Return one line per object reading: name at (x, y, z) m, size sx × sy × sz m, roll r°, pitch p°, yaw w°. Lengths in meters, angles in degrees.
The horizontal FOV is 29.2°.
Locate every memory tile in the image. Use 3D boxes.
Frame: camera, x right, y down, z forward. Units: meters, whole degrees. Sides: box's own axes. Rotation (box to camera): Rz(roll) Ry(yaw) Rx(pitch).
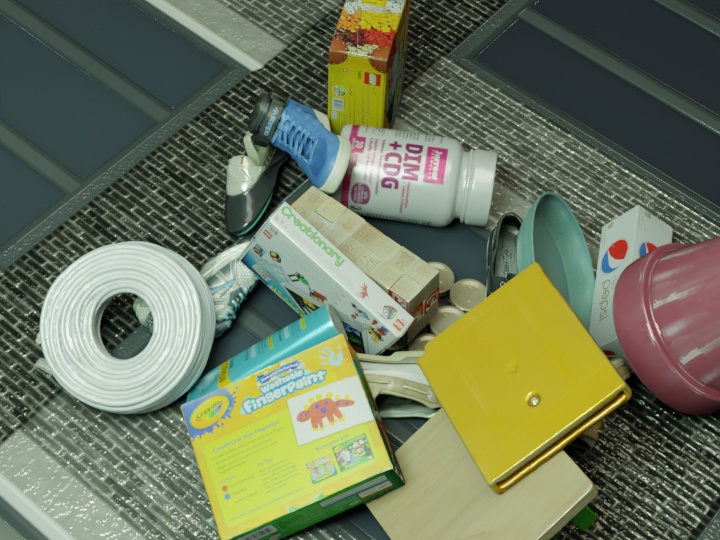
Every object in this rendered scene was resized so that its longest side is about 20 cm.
memory tile at (0.129, 0.077, 1.675) m, size 0.199 × 0.017 × 0.154 m, roll 27°, pitch 57°, yaw 17°

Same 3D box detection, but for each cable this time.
cable at (-0.268, 0.063, 1.587) m, size 0.199 × 0.069 × 0.201 m, roll 29°, pitch 87°, yaw 12°

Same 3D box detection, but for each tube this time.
tube at (-0.111, 0.105, 1.574) m, size 0.199 × 0.051 × 0.078 m, roll -28°, pitch 14°, yaw 9°

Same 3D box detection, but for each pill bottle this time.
pill bottle at (0.069, -0.117, 1.753) m, size 0.198 × 0.114 × 0.114 m, roll 8°, pitch 54°, yaw 3°

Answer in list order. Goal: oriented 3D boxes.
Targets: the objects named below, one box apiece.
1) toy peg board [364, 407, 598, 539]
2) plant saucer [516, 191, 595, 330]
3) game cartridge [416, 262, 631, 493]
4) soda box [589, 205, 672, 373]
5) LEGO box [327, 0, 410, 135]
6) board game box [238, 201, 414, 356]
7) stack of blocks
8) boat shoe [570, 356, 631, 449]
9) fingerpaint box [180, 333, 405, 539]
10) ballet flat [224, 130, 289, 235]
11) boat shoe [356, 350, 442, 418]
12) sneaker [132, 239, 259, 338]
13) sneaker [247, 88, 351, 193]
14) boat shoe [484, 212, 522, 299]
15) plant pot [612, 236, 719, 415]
toy peg board at (0.136, 0.251, 1.482) m, size 0.200 × 0.098 × 0.199 m, roll -43°, pitch 47°, yaw 1°
plant saucer at (0.230, 0.008, 1.645) m, size 0.036 × 0.200 × 0.201 m, roll -14°, pitch 48°, yaw 28°
game cartridge at (0.168, 0.110, 1.469) m, size 0.176 × 0.032 × 0.200 m, roll -37°, pitch 46°, yaw 8°
soda box at (0.329, 0.023, 1.681) m, size 0.063 × 0.068 × 0.201 m, roll 30°, pitch 51°, yaw -21°
LEGO box at (0.010, -0.260, 1.803) m, size 0.077 × 0.201 × 0.150 m, roll 12°, pitch 54°, yaw 6°
board game box at (-0.042, 0.020, 1.597) m, size 0.200 × 0.126 × 0.035 m, roll 42°, pitch 60°, yaw -3°
stack of blocks at (0.000, 0.000, 1.657) m, size 0.199 × 0.116 × 0.059 m, roll 35°, pitch 63°, yaw 24°
boat shoe at (0.241, 0.177, 1.579) m, size 0.199 × 0.074 × 0.069 m, roll -36°, pitch 79°, yaw -17°
fingerpaint box at (-0.074, 0.189, 1.502) m, size 0.199 × 0.073 × 0.168 m, roll -25°, pitch 63°, yaw 4°
ballet flat at (-0.136, -0.136, 1.781) m, size 0.073 × 0.073 × 0.201 m, roll 19°, pitch 54°, yaw 11°
boat shoe at (0.003, 0.139, 1.587) m, size 0.198 × 0.075 × 0.069 m, roll -7°, pitch 58°, yaw -1°
sneaker at (-0.168, 0.035, 1.667) m, size 0.199 × 0.078 × 0.087 m, roll -26°, pitch 71°, yaw -12°
sneaker at (-0.083, -0.163, 1.701) m, size 0.111 × 0.077 × 0.200 m, roll 20°, pitch 21°, yaw -22°
boat shoe at (0.189, 0.015, 1.673) m, size 0.074 × 0.066 × 0.201 m, roll 5°, pitch 53°, yaw -1°
plant pot at (0.417, 0.042, 1.570) m, size 0.199 × 0.179 × 0.201 m, roll 18°, pitch 56°, yaw -28°
